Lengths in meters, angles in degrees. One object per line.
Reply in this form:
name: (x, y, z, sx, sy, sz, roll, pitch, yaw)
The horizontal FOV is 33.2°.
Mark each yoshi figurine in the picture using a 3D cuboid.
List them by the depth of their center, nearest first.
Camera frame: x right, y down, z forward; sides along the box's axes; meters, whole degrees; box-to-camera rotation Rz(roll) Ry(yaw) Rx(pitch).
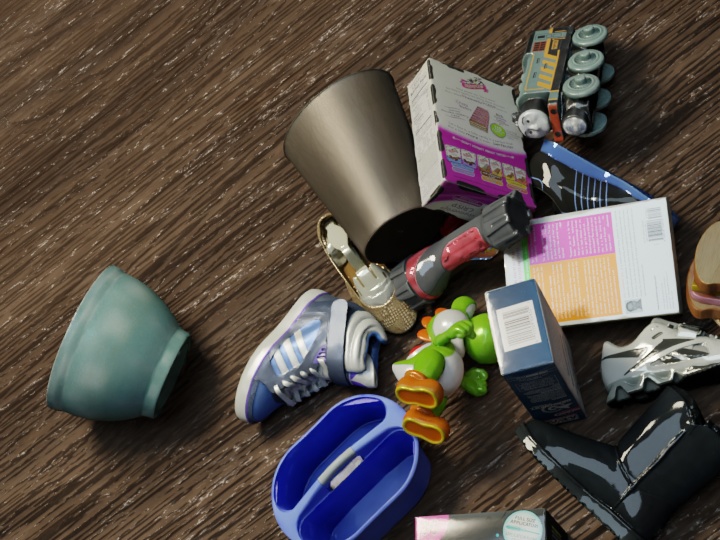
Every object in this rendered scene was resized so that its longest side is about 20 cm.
yoshi figurine: (0.119, 0.106, 1.419, 0.112, 0.112, 0.201, -38, 14, 43)

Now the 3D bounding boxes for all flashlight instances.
flashlight: (0.121, -0.019, 1.460, 0.199, 0.068, 0.068, -31, 92, 42)

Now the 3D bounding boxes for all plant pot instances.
plant pot: (-0.302, 0.113, 1.571, 0.133, 0.200, 0.202, 24, 76, 2)

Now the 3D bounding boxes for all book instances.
book: (0.270, -0.005, 1.421, 0.198, 0.048, 0.136, -8, 83, 23)

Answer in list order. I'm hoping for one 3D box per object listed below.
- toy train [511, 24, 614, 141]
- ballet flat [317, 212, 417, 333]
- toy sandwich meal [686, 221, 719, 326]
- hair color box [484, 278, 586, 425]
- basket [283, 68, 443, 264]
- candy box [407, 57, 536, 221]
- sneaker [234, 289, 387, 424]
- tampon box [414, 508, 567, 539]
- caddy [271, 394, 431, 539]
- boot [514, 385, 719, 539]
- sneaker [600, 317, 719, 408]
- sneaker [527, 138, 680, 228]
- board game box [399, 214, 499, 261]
toy train: (0.254, -0.236, 1.518, 0.113, 0.086, 0.201, -3, 43, 22)
ballet flat: (0.000, 0.000, 1.552, 0.070, 0.065, 0.200, -42, 59, 3)
toy sandwich meal: (0.460, 0.004, 1.322, 0.202, 0.071, 0.206, -11, 39, 9)
hair color box: (0.197, 0.097, 1.348, 0.060, 0.200, 0.101, -16, 62, 14)
basket: (0.014, -0.122, 1.534, 0.180, 0.135, 0.201, -42, 60, 23)
candy box: (0.136, -0.156, 1.507, 0.061, 0.135, 0.202, -47, 37, 45)
sneaker: (-0.052, 0.128, 1.508, 0.146, 0.081, 0.201, 27, 76, 32)
tampon box: (0.144, 0.370, 1.292, 0.148, 0.126, 0.202, -8, 64, 18)
caddy: (-0.012, 0.241, 1.426, 0.200, 0.105, 0.141, -44, 60, -1)
boot: (0.293, 0.190, 1.338, 0.200, 0.076, 0.168, 42, 91, 24)
sneaker: (0.364, 0.087, 1.358, 0.198, 0.074, 0.090, -15, 64, 15)
sneaker: (0.289, -0.083, 1.475, 0.199, 0.070, 0.079, 34, 103, 27)
board game box: (0.107, -0.093, 1.563, 0.198, 0.039, 0.160, -1, 67, 22)
